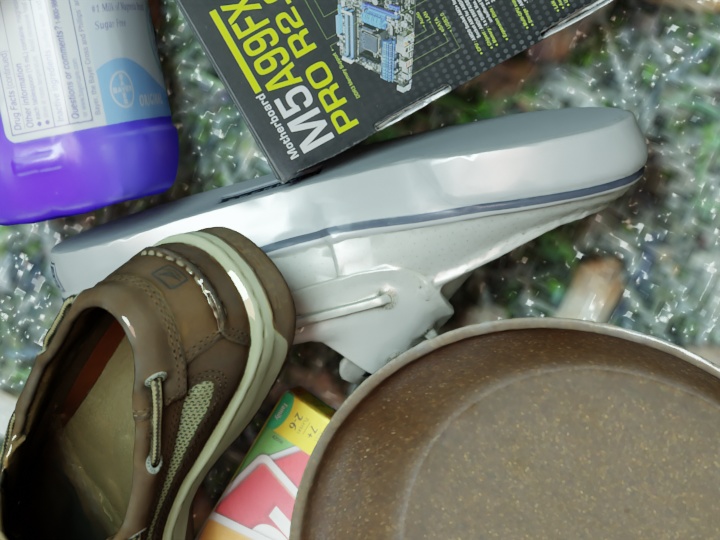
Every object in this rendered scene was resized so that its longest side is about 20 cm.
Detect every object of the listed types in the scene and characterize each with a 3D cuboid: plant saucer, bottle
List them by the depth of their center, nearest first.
[{"bbox_3d":[0.073,0.103,0.734,0.199,0.037,0.202,10,114,23],"label":"plant saucer"},{"bbox_3d":[-0.108,-0.118,0.789,0.065,0.084,0.202,-10,93,11],"label":"bottle"}]

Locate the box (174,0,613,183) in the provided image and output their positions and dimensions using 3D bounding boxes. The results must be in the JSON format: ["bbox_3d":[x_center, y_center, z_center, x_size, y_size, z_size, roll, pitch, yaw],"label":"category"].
[{"bbox_3d":[-0.004,-0.151,0.745,0.160,0.044,0.201,-29,111,5],"label":"box"}]

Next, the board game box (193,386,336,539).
[{"bbox_3d":[0.035,0.132,0.802,0.199,0.030,0.096,33,96,6],"label":"board game box"}]

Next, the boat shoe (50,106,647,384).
[{"bbox_3d":[0.000,0.000,0.788,0.199,0.071,0.070,-15,101,11],"label":"boat shoe"}]

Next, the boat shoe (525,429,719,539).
[{"bbox_3d":[0.138,0.093,0.763,0.199,0.071,0.063,17,96,5],"label":"boat shoe"}]

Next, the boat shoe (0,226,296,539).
[{"bbox_3d":[-0.093,0.074,0.765,0.075,0.075,0.203,37,122,24],"label":"boat shoe"}]
